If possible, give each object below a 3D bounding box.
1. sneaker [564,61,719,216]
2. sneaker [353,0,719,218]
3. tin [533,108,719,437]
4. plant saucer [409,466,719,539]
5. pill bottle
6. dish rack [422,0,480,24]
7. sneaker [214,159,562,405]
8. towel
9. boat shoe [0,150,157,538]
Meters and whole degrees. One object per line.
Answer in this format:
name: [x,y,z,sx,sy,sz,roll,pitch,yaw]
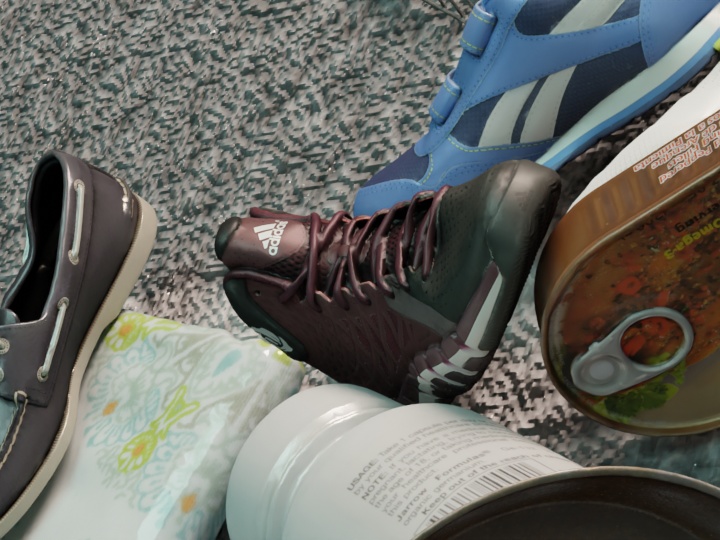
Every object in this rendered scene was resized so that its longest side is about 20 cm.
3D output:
sneaker: [0.161,-0.063,1.021,0.200,0.075,0.089,-37,27,6]
sneaker: [0.069,-0.082,1.079,0.200,0.082,0.074,-35,5,20]
tin: [0.155,-0.012,0.940,0.200,0.112,0.042,-33,32,18]
plant saucer: [0.066,0.156,0.826,0.200,0.200,0.034,-50,20,-2]
pill bottle: [0.035,0.112,0.942,0.114,0.114,0.200,-54,34,-7]
dish rack: [0.074,-0.182,1.200,0.153,0.055,0.200,-50,38,-3]
sneaker: [0.000,0.000,1.000,0.200,0.115,0.076,119,176,-62]
towel: [-0.133,0.096,1.170,0.200,0.048,0.171,11,67,47]
boat shoe: [-0.161,0.036,1.162,0.073,0.063,0.200,0,57,42]
